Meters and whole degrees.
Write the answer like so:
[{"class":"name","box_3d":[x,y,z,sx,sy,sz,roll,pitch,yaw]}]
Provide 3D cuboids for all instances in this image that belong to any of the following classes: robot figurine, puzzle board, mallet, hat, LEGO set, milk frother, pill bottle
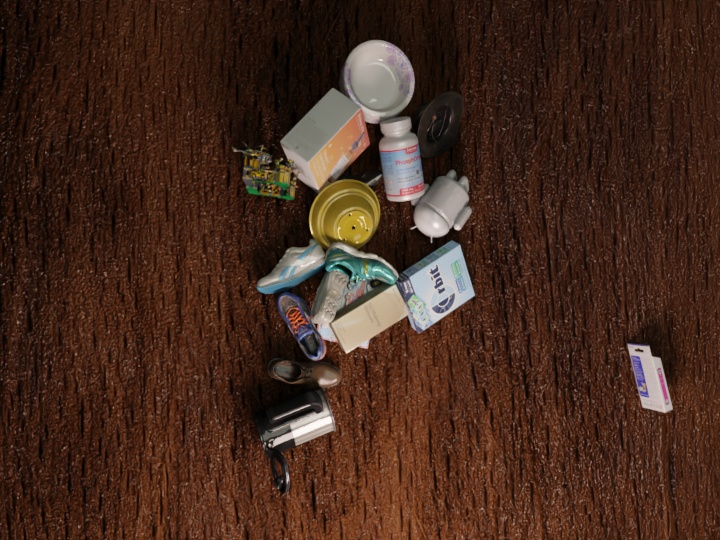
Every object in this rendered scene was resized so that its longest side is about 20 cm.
[{"class":"robot figurine","box_3d":[0.219,-0.174,1.565,0.168,0.113,0.202,30,78,28]},{"class":"puzzle board","box_3d":[-0.031,0.094,1.538,0.147,0.017,0.205,13,84,-14]},{"class":"mallet","box_3d":[0.117,0.002,1.564,0.195,0.041,0.068,-8,90,-17]},{"class":"hat","box_3d":[0.197,-0.410,1.581,0.080,0.201,0.202,32,76,34]},{"class":"LEGO set","box_3d":[-0.224,-0.259,1.428,0.149,0.200,0.119,6,84,7]},{"class":"milk frother","box_3d":[-0.147,0.410,1.399,0.184,0.181,0.204,-18,76,-13]},{"class":"pill bottle","box_3d":[0.106,-0.294,1.515,0.106,0.109,0.205,-16,112,-14]}]

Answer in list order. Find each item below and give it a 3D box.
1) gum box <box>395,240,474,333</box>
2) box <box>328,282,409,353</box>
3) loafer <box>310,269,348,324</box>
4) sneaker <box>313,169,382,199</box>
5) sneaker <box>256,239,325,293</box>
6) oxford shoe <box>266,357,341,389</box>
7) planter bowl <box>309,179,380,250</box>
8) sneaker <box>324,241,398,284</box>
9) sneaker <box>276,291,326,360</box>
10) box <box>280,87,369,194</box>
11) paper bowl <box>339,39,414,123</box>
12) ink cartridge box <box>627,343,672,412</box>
[{"class":"gum box","box_3d":[0.203,0.044,1.553,0.198,0.044,0.173,-32,121,-14]},{"class":"box","box_3d":[0.019,0.119,1.494,0.197,0.078,0.096,-32,100,-9]},{"class":"loafer","box_3d":[-0.081,0.044,1.483,0.070,0.069,0.203,41,56,-32]},{"class":"sneaker","box_3d":[-0.034,-0.232,1.526,0.198,0.076,0.089,-33,90,-13]},{"class":"sneaker","box_3d":[-0.183,-0.007,1.481,0.197,0.077,0.082,-27,78,-15]},{"class":"oxford shoe","box_3d":[-0.140,0.268,1.468,0.195,0.084,0.075,8,84,-15]},{"class":"planter bowl","box_3d":[-0.028,-0.122,1.472,0.195,0.084,0.205,-9,118,-17]},{"class":"sneaker","box_3d":[0.000,0.000,1.455,0.195,0.078,0.081,18,58,-7]},{"class":"sneaker","box_3d":[-0.147,0.143,1.468,0.075,0.078,0.202,-34,96,-3]},{"class":"box","box_3d":[-0.085,-0.325,1.459,0.106,0.153,0.201,37,78,23]},{"class":"paper bowl","box_3d":[0.039,-0.498,1.539,0.195,0.104,0.207,1,87,-15]},{"class":"ink cartridge box","box_3d":[0.864,0.316,1.717,0.036,0.095,0.205,-16,91,-14]}]
